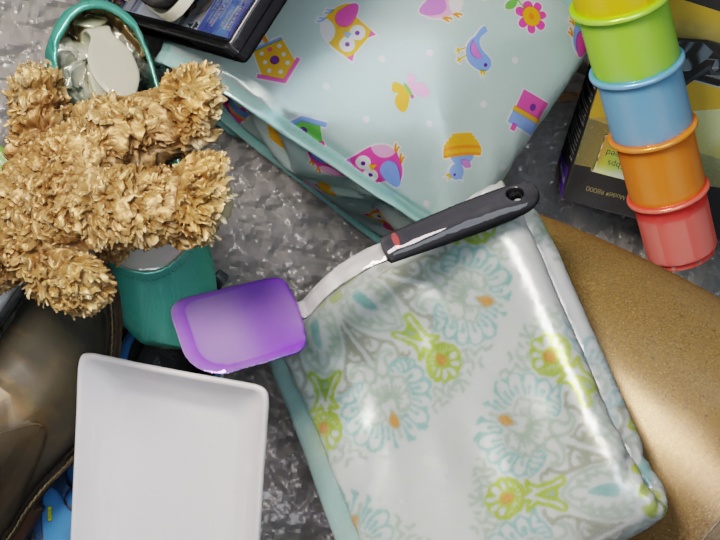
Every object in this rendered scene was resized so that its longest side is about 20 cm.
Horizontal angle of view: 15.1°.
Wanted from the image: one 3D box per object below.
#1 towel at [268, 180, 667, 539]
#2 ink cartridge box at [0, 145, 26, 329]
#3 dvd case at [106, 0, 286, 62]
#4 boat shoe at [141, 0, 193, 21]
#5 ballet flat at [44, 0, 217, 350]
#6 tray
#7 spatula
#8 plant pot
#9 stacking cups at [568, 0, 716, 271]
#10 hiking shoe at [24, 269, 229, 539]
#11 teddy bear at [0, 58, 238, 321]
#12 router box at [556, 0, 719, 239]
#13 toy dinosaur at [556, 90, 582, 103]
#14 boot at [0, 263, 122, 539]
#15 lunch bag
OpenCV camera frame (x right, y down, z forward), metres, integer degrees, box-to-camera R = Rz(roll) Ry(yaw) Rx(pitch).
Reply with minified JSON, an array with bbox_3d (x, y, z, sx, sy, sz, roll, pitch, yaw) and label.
[{"bbox_3d":[0.049,0.076,1.414,0.171,0.048,0.200,-33,68,26],"label":"towel"},{"bbox_3d":[-0.268,0.008,1.465,0.148,0.076,0.200,33,80,-4],"label":"ink cartridge box"},{"bbox_3d":[-0.066,-0.183,1.441,0.018,0.200,0.143,34,85,-27],"label":"dvd case"},{"bbox_3d":[-0.125,-0.196,1.450,0.067,0.200,0.072,22,114,-31],"label":"boat shoe"},{"bbox_3d":[-0.125,-0.055,1.429,0.067,0.070,0.201,-15,72,-10],"label":"ballet flat"},{"bbox_3d":[-0.100,0.144,1.421,0.107,0.022,0.201,10,107,17],"label":"tray"},{"bbox_3d":[0.000,0.000,1.390,0.200,0.021,0.057,-25,50,5],"label":"spatula"},{"bbox_3d":[0.132,0.067,1.479,0.200,0.186,0.186,41,80,12],"label":"plant pot"},{"bbox_3d":[0.158,-0.095,1.462,0.060,0.061,0.200,-25,116,-9],"label":"stacking cups"},{"bbox_3d":[-0.130,0.090,1.471,0.074,0.087,0.201,22,82,-5],"label":"hiking shoe"},{"bbox_3d":[-0.149,-0.041,1.365,0.199,0.067,0.146,0,79,28],"label":"teddy bear"},{"bbox_3d":[0.226,-0.095,1.522,0.199,0.052,0.158,13,113,-6],"label":"router box"},{"bbox_3d":[0.195,-0.155,1.566,0.106,0.060,0.200,24,82,23],"label":"toy dinosaur"},{"bbox_3d":[-0.193,0.082,1.415,0.075,0.097,0.200,34,114,21],"label":"boot"},{"bbox_3d":[0.005,-0.125,1.495,0.200,0.122,0.171,35,82,-9],"label":"lunch bag"}]
